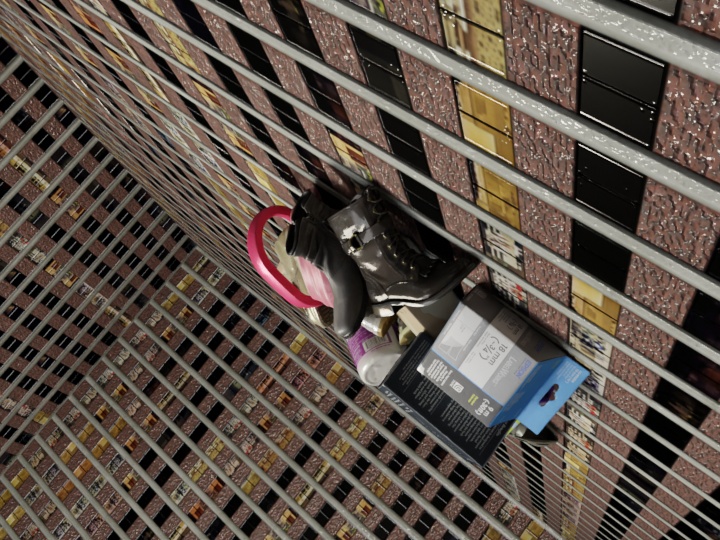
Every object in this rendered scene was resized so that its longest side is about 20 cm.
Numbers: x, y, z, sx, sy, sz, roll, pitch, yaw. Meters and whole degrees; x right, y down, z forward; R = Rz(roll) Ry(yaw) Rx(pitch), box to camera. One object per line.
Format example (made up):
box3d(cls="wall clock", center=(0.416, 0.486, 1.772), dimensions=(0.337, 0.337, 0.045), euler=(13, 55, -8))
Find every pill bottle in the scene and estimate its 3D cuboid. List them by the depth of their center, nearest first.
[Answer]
box3d(cls="pill bottle", center=(0.021, 0.124, 1.521), dimensions=(0.113, 0.111, 0.202), euler=(53, -170, -50))

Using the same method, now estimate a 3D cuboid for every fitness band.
box3d(cls="fitness band", center=(-0.115, -0.026, 1.304), dimensions=(0.037, 0.145, 0.200), euler=(-12, 130, 48))

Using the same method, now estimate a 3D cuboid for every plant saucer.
box3d(cls="plant saucer", center=(-0.072, -0.033, 1.226), dimensions=(0.201, 0.050, 0.205), euler=(-14, -89, -86))

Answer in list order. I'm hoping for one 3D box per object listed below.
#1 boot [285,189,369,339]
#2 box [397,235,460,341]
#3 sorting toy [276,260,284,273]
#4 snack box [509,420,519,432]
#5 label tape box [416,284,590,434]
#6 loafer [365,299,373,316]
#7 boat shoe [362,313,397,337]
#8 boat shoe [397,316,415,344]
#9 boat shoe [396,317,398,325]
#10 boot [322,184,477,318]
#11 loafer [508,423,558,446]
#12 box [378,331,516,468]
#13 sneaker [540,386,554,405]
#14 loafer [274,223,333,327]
box3d(cls="boot", center=(-0.055, -0.008, 1.089), dimensions=(0.130, 0.204, 0.069), euler=(20, 149, -33))
box3d(cls="box", center=(0.086, 0.034, 1.172), dimensions=(0.200, 0.078, 0.095), euler=(47, 168, -28))
box3d(cls="sorting toy", center=(-0.056, 0.000, 1.413), dimensions=(0.199, 0.036, 0.186), euler=(40, 129, 9))
box3d(cls="snack box", center=(0.189, 0.213, 1.316), dimensions=(0.199, 0.068, 0.170), euler=(38, 124, 4))
box3d(cls="label tape box", center=(0.198, 0.141, 1.051), dimensions=(0.199, 0.063, 0.145), euler=(38, 126, 13))
box3d(cls="loafer", center=(0.000, 0.000, 1.246), dimensions=(0.201, 0.072, 0.072), euler=(-97, -9, -61))
box3d(cls="boat shoe", center=(0.035, 0.056, 1.296), dimensions=(0.068, 0.072, 0.200), euler=(20, -167, 9))
box3d(cls="boat shoe", center=(0.099, 0.087, 1.361), dimensions=(0.201, 0.070, 0.067), euler=(108, 146, -71))
box3d(cls="boat shoe", center=(0.096, 0.131, 1.553), dimensions=(0.094, 0.074, 0.200), euler=(56, 158, 2))
box3d(cls="boot", center=(0.046, -0.036, 1.014), dimensions=(0.198, 0.069, 0.177), euler=(-22, 97, 37))
box3d(cls="loafer", center=(0.298, 0.286, 1.430), dimensions=(0.197, 0.071, 0.070), euler=(25, 166, -22))
box3d(cls="box", center=(0.137, 0.207, 1.192), dimensions=(0.199, 0.108, 0.149), euler=(39, 171, 5))
box3d(cls="sneaker", center=(0.232, 0.146, 1.144), dimensions=(0.200, 0.081, 0.088), euler=(45, 159, -29))
box3d(cls="loafer", center=(-0.101, 0.011, 1.380), dimensions=(0.068, 0.075, 0.204), euler=(-15, 97, 43))
